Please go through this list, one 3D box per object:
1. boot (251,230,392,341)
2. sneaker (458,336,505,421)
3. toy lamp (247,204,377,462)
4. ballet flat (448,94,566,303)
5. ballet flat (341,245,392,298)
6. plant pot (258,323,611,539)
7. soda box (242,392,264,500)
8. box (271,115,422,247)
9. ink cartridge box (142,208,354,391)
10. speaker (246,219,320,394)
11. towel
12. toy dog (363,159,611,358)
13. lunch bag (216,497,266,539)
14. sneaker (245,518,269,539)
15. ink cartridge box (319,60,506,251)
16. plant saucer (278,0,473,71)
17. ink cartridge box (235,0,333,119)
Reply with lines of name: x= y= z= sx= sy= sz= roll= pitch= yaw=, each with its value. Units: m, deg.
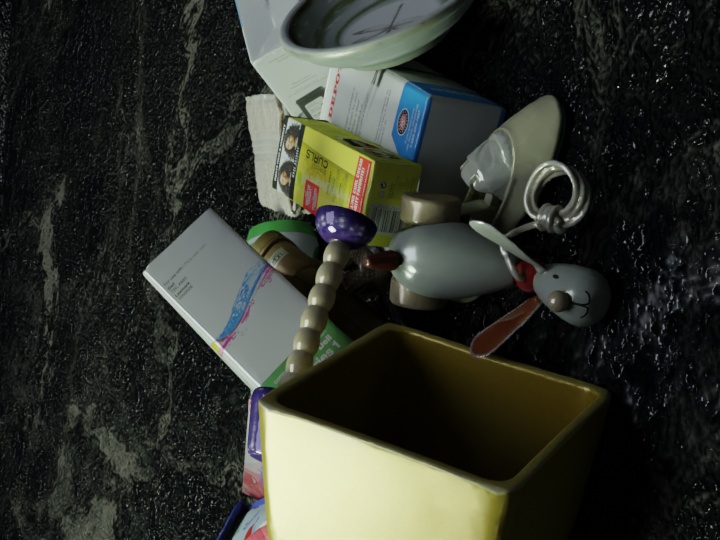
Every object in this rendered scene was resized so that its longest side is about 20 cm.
boot: x=-0.007 y=0.057 z=1.265 sx=0.200 sy=0.175 sz=0.066 roll=38 pitch=91 yaw=36
sneaker: x=0.072 y=0.116 z=1.131 sx=0.200 sy=0.066 sz=0.091 roll=135 pitch=141 yaw=-52
toy lamp: x=-0.039 y=0.050 z=1.015 sx=0.058 sy=0.058 sz=0.202 roll=-20 pitch=50 yaw=62
ballet flat: x=0.103 y=-0.056 z=1.090 sx=0.201 sy=0.069 sz=0.070 roll=-68 pitch=31 yaw=30
ballet flat: x=0.000 y=0.000 z=1.232 sx=0.046 sy=0.067 sz=0.200 roll=-47 pitch=5 yaw=-1
plant pot: x=0.047 y=0.181 z=0.968 sx=0.194 sy=0.194 sz=0.202 roll=17 pitch=112 yaw=26
soda box: x=-0.072 y=0.164 z=1.322 sx=0.070 sy=0.063 sz=0.201 roll=-56 pitch=-13 yaw=-33
box: x=-0.016 y=-0.080 z=1.164 sx=0.200 sy=0.050 sz=0.076 roll=36 pitch=117 yaw=59
ink cartridge box: x=-0.075 y=0.059 z=1.132 sx=0.200 sy=0.084 sz=0.145 roll=42 pitch=172 yaw=25
speaker: x=-0.080 y=0.053 z=1.425 sx=0.088 sy=0.087 sz=0.203 roll=-34 pitch=56 yaw=58
towel: x=-0.094 y=-0.131 z=1.482 sx=0.200 sy=0.034 sz=0.134 roll=-161 pitch=64 yaw=-74
toy dog: x=0.082 y=-0.002 z=1.013 sx=0.199 sy=0.096 sz=0.134 roll=-10 pitch=93 yaw=44
lunch bag: x=-0.103 y=0.323 z=1.333 sx=0.171 sy=0.123 sz=0.200 roll=-62 pitch=12 yaw=-24
sneaker: x=-0.046 y=0.240 z=1.146 sx=0.200 sy=0.086 sz=0.074 roll=-35 pitch=85 yaw=45
ink cartridge box: x=0.035 y=-0.111 z=1.215 sx=0.200 sy=0.083 sz=0.148 roll=44 pitch=125 yaw=58
plant saucer: x=0.026 y=-0.227 z=1.193 sx=0.200 sy=0.199 sz=0.051 roll=46 pitch=163 yaw=57
ink cartridge box: x=-0.046 y=-0.201 z=1.350 sx=0.066 sy=0.200 sz=0.117 roll=-26 pitch=52 yaw=12
